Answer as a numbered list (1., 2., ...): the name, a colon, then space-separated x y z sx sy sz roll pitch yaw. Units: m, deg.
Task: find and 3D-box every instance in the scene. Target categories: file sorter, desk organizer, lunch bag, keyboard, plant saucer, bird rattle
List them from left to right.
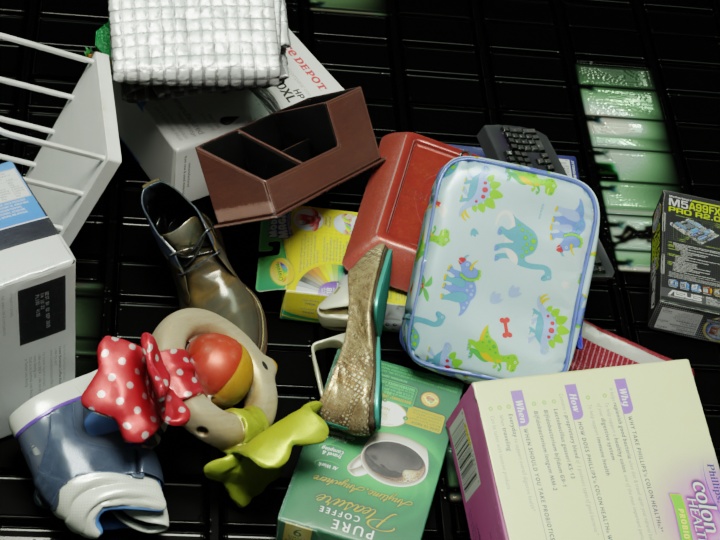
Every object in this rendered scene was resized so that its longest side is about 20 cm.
1. file sorter: -0.314 -0.093 1.480 0.124 0.200 0.139 14 43 -30
2. bird rattle: -0.133 0.101 1.383 0.200 0.113 0.163 30 33 -19
3. desk organizer: -0.063 -0.108 1.548 0.072 0.077 0.200 -8 14 33
4. plant saucer: 0.100 -0.048 1.595 0.199 0.037 0.200 19 46 -2
5. lunch bag: 0.127 0.006 1.489 0.161 0.082 0.200 11 88 -1
6. keyboard: 0.158 -0.066 1.594 0.127 0.021 0.200 -4 50 -23

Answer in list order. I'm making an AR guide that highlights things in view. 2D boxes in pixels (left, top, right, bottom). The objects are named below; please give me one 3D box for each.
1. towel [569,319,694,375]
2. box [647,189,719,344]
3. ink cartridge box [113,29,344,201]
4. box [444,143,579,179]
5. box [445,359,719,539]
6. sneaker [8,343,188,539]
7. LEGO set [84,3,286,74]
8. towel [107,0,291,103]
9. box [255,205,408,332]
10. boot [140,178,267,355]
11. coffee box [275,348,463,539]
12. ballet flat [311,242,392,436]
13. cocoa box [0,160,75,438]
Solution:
1. towel: 0.215 0.130 1.524 0.144 0.023 0.200 25 48 11
2. box: 0.391 0.007 1.656 0.200 0.044 0.160 12 46 -1
3. ink cartridge box: -0.135 -0.165 1.680 0.200 0.084 0.145 -21 54 -27
4. box: 0.126 -0.075 1.685 0.200 0.032 0.121 6 47 -8
5. box: 0.192 0.181 1.395 0.200 0.097 0.176 -6 65 -15
6. sneaker: -0.185 0.152 1.401 0.200 0.081 0.147 -21 71 -41
7. LEGO set: -0.174 -0.244 1.641 0.200 0.116 0.154 -6 77 -9
8. towel: -0.155 -0.254 1.543 0.165 0.086 0.200 -4 76 -11
9. box: 0.000 0.000 1.584 0.200 0.048 0.117 9 47 -7
10. boot: -0.149 0.005 1.503 0.075 0.097 0.200 -32 50 3
11. coffee box: 0.010 0.166 1.436 0.123 0.044 0.200 15 47 3
12. ballet flat: -0.009 0.054 1.455 0.065 0.071 0.200 2 48 5
13. cocoa box: -0.322 0.034 1.384 0.133 0.200 0.131 -20 54 -26
